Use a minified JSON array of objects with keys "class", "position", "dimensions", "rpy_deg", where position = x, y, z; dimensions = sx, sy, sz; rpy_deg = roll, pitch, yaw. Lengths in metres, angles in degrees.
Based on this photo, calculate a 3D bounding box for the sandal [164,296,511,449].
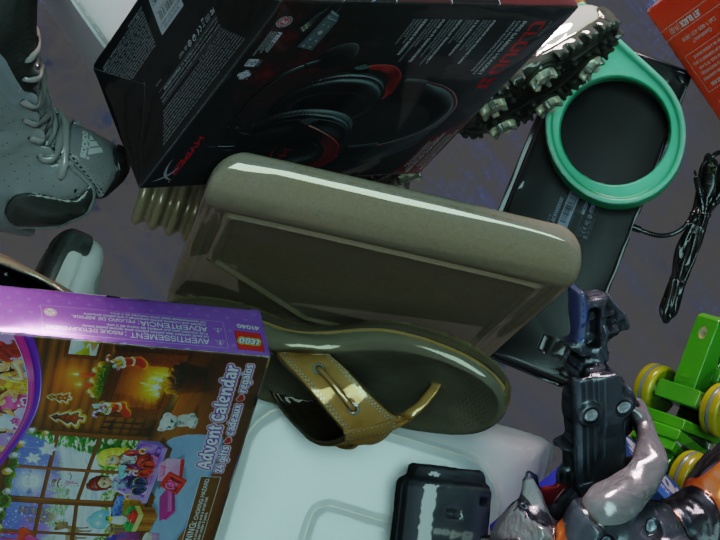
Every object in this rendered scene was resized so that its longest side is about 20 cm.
[{"class":"sandal","position":[-0.021,0.063,0.945],"dimensions":[0.198,0.081,0.054],"rpy_deg":[10,53,2]}]

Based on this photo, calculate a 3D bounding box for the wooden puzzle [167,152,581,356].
[{"class":"wooden puzzle","position":[0.000,0.000,0.926],"dimensions":[0.184,0.200,0.037],"rpy_deg":[12,67,-8]}]

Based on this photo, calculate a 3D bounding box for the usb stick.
[{"class":"usb stick","position":[0.036,0.206,0.962],"dimensions":[0.055,0.033,0.202],"rpy_deg":[7,83,-6]}]

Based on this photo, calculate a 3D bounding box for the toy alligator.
[{"class":"toy alligator","position":[0.196,0.072,1.019],"dimensions":[0.054,0.059,0.201],"rpy_deg":[34,78,-43]}]

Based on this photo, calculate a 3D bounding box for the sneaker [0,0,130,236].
[{"class":"sneaker","position":[-0.167,-0.091,0.932],"dimensions":[0.115,0.200,0.075],"rpy_deg":[19,45,-15]}]

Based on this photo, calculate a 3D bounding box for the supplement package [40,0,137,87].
[{"class":"supplement package","position":[-0.069,-0.179,0.965],"dimensions":[0.199,0.117,0.118],"rpy_deg":[-35,81,-10]}]

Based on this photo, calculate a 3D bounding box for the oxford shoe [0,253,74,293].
[{"class":"oxford shoe","position":[-0.139,0.050,0.886],"dimensions":[0.199,0.075,0.071],"rpy_deg":[29,80,-19]}]

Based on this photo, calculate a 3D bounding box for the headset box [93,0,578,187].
[{"class":"headset box","position":[-0.004,-0.113,0.860],"dimensions":[0.199,0.149,0.075],"rpy_deg":[-5,63,-39]}]

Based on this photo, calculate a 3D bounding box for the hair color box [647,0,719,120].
[{"class":"hair color box","position":[0.265,-0.098,1.026],"dimensions":[0.101,0.061,0.201],"rpy_deg":[-33,89,-32]}]

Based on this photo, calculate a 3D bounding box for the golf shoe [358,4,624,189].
[{"class":"golf shoe","position":[0.047,-0.110,0.991],"dimensions":[0.199,0.077,0.089],"rpy_deg":[-26,74,2]}]

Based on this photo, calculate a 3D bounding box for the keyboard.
[{"class":"keyboard","position":[0.145,-0.028,1.030],"dimensions":[0.126,0.021,0.201],"rpy_deg":[22,82,10]}]

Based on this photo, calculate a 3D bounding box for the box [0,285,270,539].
[{"class":"box","position":[-0.134,0.102,0.870],"dimensions":[0.136,0.039,0.201],"rpy_deg":[6,125,-18]}]

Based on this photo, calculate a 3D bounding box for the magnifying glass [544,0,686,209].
[{"class":"magnifying glass","position":[0.127,-0.131,1.030],"dimensions":[0.079,0.022,0.201],"rpy_deg":[-20,78,4]}]

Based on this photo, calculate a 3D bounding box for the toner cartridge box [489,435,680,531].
[{"class":"toner cartridge box","position":[0.171,0.186,0.974],"dimensions":[0.095,0.043,0.200],"rpy_deg":[-42,102,15]}]

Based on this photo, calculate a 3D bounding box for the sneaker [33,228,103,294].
[{"class":"sneaker","position":[-0.141,0.085,0.966],"dimensions":[0.115,0.076,0.202],"rpy_deg":[14,90,-15]}]

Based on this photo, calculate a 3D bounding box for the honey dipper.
[{"class":"honey dipper","position":[-0.029,-0.013,1.003],"dimensions":[0.199,0.038,0.038],"rpy_deg":[18,82,-8]}]

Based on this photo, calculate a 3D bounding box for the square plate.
[{"class":"square plate","position":[-0.007,0.163,0.991],"dimensions":[0.199,0.028,0.199],"rpy_deg":[17,82,-6]}]

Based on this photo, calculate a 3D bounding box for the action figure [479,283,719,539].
[{"class":"action figure","position":[0.153,0.106,0.874],"dimensions":[0.192,0.105,0.201],"rpy_deg":[-13,111,-3]}]
